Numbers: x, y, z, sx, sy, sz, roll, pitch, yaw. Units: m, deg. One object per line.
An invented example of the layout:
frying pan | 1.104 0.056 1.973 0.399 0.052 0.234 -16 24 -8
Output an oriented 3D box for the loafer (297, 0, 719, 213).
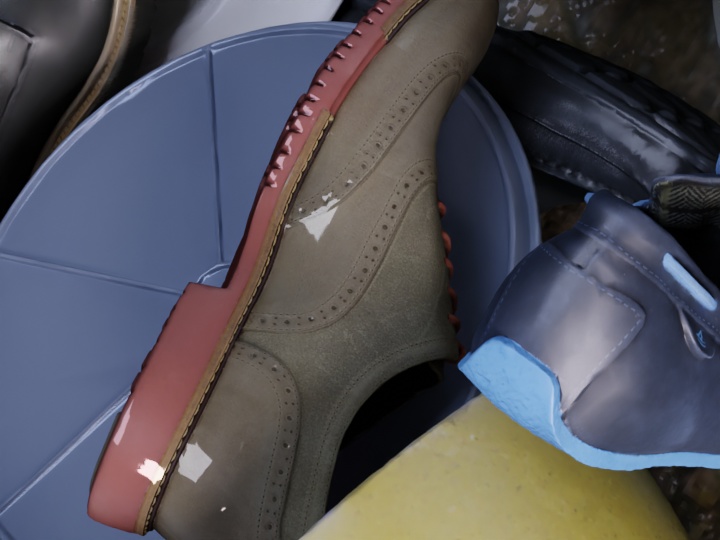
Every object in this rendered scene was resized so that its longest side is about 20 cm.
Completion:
loafer | 0.042 -0.042 0.906 0.200 0.068 0.071 27 97 46

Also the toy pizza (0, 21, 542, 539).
toy pizza | -0.034 0.016 0.865 0.199 0.032 0.201 -14 56 22

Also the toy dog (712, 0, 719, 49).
toy dog | 0.153 -0.074 0.834 0.132 0.096 0.201 -42 37 20

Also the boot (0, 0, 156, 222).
boot | -0.149 -0.071 0.941 0.077 0.138 0.201 47 132 42

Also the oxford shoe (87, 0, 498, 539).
oxford shoe | 0.000 0.000 0.805 0.074 0.071 0.201 27 68 4

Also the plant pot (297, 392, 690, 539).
plant pot | 0.036 0.145 0.771 0.142 0.200 0.200 44 101 15

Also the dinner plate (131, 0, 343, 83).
dinner plate | -0.062 -0.127 0.995 0.200 0.024 0.201 -25 54 40

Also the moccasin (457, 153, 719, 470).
moccasin | 0.096 0.011 0.760 0.080 0.200 0.068 34 105 15
